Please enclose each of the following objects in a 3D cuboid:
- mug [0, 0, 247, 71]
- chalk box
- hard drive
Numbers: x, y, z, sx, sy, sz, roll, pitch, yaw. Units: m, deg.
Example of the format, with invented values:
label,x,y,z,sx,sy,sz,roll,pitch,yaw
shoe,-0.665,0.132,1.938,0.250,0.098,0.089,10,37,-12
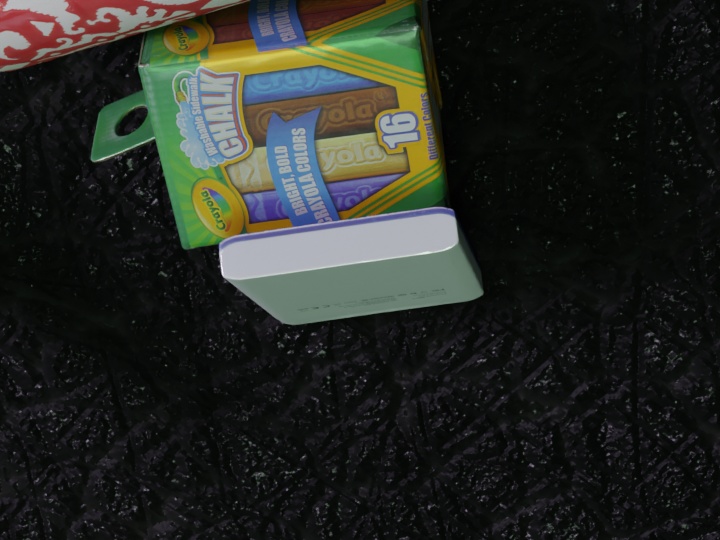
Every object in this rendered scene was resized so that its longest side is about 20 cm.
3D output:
label,x,y,z,sx,sy,sz,roll,pitch,yaw
mug,-0.128,-0.203,1.165,0.199,0.179,0.133,-16,146,30
chalk box,-0.056,-0.101,1.230,0.198,0.125,0.125,-7,125,4
hard drive,0.000,0.000,1.276,0.131,0.200,0.026,-8,81,6
